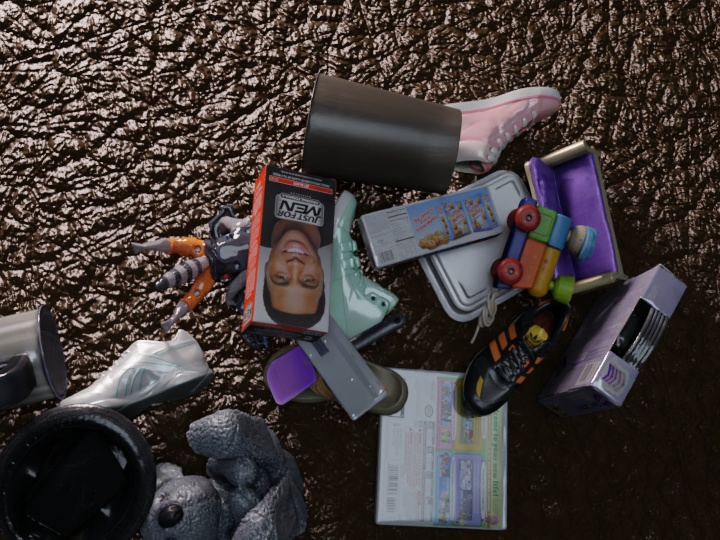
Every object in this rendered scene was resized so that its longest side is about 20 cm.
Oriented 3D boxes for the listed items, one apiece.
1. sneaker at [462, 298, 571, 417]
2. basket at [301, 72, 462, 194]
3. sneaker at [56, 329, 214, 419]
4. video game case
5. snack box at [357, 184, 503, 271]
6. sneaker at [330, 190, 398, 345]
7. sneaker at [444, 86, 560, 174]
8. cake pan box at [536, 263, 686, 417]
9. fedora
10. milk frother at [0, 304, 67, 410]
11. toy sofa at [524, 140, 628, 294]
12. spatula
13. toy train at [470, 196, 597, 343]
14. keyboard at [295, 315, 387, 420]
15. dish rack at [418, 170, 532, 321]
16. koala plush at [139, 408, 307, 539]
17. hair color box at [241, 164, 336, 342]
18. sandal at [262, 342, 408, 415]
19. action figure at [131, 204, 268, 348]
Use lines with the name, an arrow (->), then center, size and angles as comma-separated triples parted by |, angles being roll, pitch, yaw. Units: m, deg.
sneaker -> 0.210, 0.107, 1.034 | 0.070, 0.090, 0.200 | 43, 64, 9
basket -> 0.029, -0.176, 1.031 | 0.195, 0.181, 0.139 | 10, 106, -1
sneaker -> -0.291, 0.140, 0.983 | 0.197, 0.071, 0.081 | -19, 69, -24
video game case -> 0.111, 0.239, 1.042 | 0.177, 0.022, 0.205 | 5, 77, -7
snack box -> 0.096, -0.060, 1.042 | 0.196, 0.024, 0.073 | -15, 80, -20
sneaker -> 0.000, 0.000, 1.047 | 0.115, 0.074, 0.206 | 11, 86, 1
sneaker -> 0.202, -0.195, 1.117 | 0.195, 0.075, 0.107 | -11, 75, -3
cake pan box -> 0.325, 0.098, 1.012 | 0.052, 0.200, 0.186 | 33, 73, 3
fedora -> -0.334, 0.248, 0.928 | 0.195, 0.092, 0.206 | 0, 94, -3
milk frother -> -0.452, 0.172, 0.930 | 0.184, 0.181, 0.204 | -12, 123, -10
toy sofa -> 0.302, -0.071, 1.079 | 0.096, 0.082, 0.205 | 9, 69, -49
spatula -> -0.029, 0.103, 0.992 | 0.197, 0.021, 0.057 | -26, 65, -10
toy train -> 0.229, 0.017, 1.019 | 0.113, 0.085, 0.205 | 18, 91, 2
keyboard -> -0.044, 0.094, 0.981 | 0.056, 0.011, 0.201 | -35, 69, -8
dish rack -> 0.181, -0.043, 1.100 | 0.197, 0.044, 0.174 | -26, 82, -14
koala plush -> -0.180, 0.288, 0.937 | 0.197, 0.184, 0.180 | -27, 73, 8
hair color box -> -0.088, -0.020, 0.968 | 0.099, 0.061, 0.205 | 9, 70, -21
sandal -> -0.033, 0.142, 1.016 | 0.195, 0.054, 0.082 | 12, 77, 6
action figure -> -0.174, 0.013, 1.001 | 0.190, 0.104, 0.204 | -23, 87, -23
